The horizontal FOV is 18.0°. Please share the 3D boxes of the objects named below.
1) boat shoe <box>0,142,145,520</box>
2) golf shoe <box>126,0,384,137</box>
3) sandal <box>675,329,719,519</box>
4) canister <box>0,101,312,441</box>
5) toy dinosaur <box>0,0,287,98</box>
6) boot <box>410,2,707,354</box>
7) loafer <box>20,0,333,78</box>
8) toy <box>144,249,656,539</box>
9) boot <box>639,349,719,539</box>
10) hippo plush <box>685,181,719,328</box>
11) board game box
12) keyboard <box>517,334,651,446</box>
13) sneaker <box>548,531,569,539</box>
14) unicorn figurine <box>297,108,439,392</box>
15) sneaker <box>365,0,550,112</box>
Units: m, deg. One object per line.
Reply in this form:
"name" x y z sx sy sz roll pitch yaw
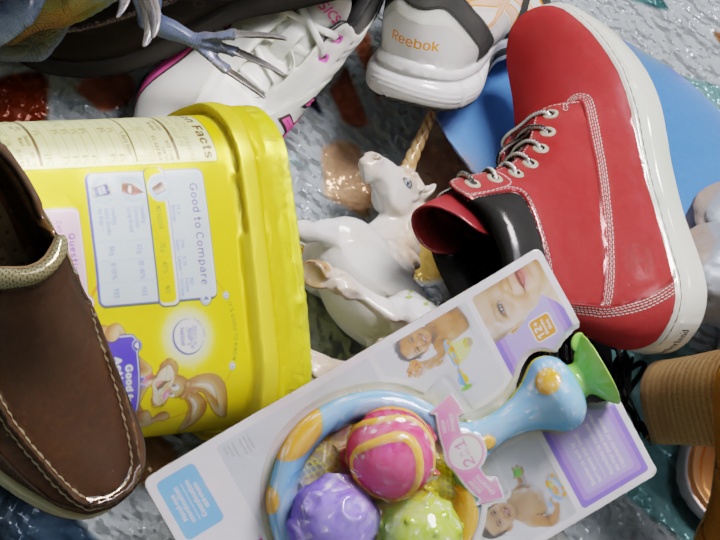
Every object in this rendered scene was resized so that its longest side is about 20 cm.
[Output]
"boat shoe" -0.140 0.008 0.865 0.075 0.075 0.203 -39 106 -29
"golf shoe" -0.048 -0.109 1.119 0.073 0.092 0.200 41 47 -7
"sandal" 0.230 0.058 1.214 0.079 0.059 0.207 36 46 -8
"canister" -0.130 0.006 0.967 0.199 0.086 0.150 -4 86 -34
"toy dinosaur" -0.123 -0.143 1.008 0.200 0.105 0.182 38 87 4
"boot" 0.078 -0.056 1.098 0.144 0.072 0.201 8 51 -34
"loafer" -0.083 -0.155 1.082 0.199 0.072 0.073 -18 48 0
"toy" 0.023 0.090 0.967 0.199 0.047 0.116 -31 99 -10
"boot" 0.220 0.122 1.062 0.071 0.144 0.202 -39 114 -37
"hippo plush" 0.256 0.027 1.150 0.199 0.159 0.162 -24 113 -8
"board game box" 0.119 -0.062 1.232 0.199 0.039 0.158 -18 57 -42
"keyboard" 0.094 0.056 1.115 0.104 0.040 0.200 35 25 -13
"sneaker" 0.073 0.142 1.053 0.092 0.076 0.201 33 30 -49
"unicorn figurine" 0.000 0.000 1.086 0.137 0.074 0.201 11 44 -39
"sneaker" 0.062 -0.151 1.203 0.073 0.080 0.200 15 27 11
